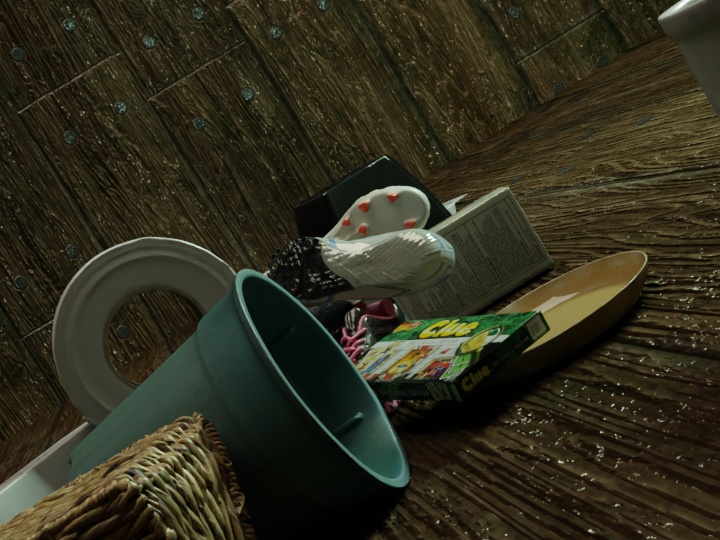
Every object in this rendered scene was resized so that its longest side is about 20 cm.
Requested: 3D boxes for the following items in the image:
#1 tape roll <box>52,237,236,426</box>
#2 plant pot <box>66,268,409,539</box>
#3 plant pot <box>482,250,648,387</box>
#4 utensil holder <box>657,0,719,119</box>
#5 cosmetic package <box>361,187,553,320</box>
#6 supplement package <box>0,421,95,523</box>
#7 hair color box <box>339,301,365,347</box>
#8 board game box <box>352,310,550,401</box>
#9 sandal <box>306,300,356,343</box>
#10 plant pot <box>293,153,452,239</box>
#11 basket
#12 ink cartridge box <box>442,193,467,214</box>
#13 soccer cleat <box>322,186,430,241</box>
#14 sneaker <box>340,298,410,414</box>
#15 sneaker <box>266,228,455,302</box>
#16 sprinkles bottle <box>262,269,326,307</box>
[{"bbox_3d":[-0.203,0.068,1.224,0.202,0.203,0.071,-33,8,-13],"label":"tape roll"},{"bbox_3d":[-0.101,0.136,0.935,0.196,0.200,0.200,-38,5,10],"label":"plant pot"},{"bbox_3d":[0.161,0.046,1.059,0.200,0.028,0.200,-30,6,3],"label":"plant pot"},{"bbox_3d":[0.331,-0.134,0.866,0.170,0.200,0.170,-30,7,4],"label":"utensil holder"},{"bbox_3d":[0.097,0.002,1.363,0.200,0.103,0.087,-30,4,-3],"label":"cosmetic package"},{"bbox_3d":[-0.301,0.246,1.228,0.120,0.121,0.200,-33,5,36],"label":"supplement package"},{"bbox_3d":[-0.022,0.073,1.547,0.200,0.064,0.111,-31,7,18],"label":"hair color box"},{"bbox_3d":[0.059,0.073,1.038,0.105,0.023,0.200,-33,12,-29],"label":"board game box"},{"bbox_3d":[-0.080,0.076,1.301,0.200,0.045,0.075,-10,44,36],"label":"sandal"},{"bbox_3d":[0.011,-0.066,1.940,0.199,0.178,0.200,-35,8,-22],"label":"plant pot"},{"bbox_3d":[-0.161,0.208,0.803,0.200,0.143,0.149,-32,4,14],"label":"basket"},{"bbox_3d":[0.099,-0.063,2.142,0.200,0.037,0.095,-37,7,-24],"label":"ink cartridge box"},{"bbox_3d":[0.004,-0.039,1.383,0.200,0.069,0.078,-34,-3,33],"label":"soccer cleat"},{"bbox_3d":[0.003,0.087,1.183,0.079,0.095,0.200,-25,10,29],"label":"sneaker"},{"bbox_3d":[0.000,0.000,1.235,0.200,0.072,0.072,-4,-18,26],"label":"sneaker"},{"bbox_3d":[-0.091,0.031,1.370,0.068,0.068,0.200,-37,6,-41],"label":"sprinkles bottle"}]
